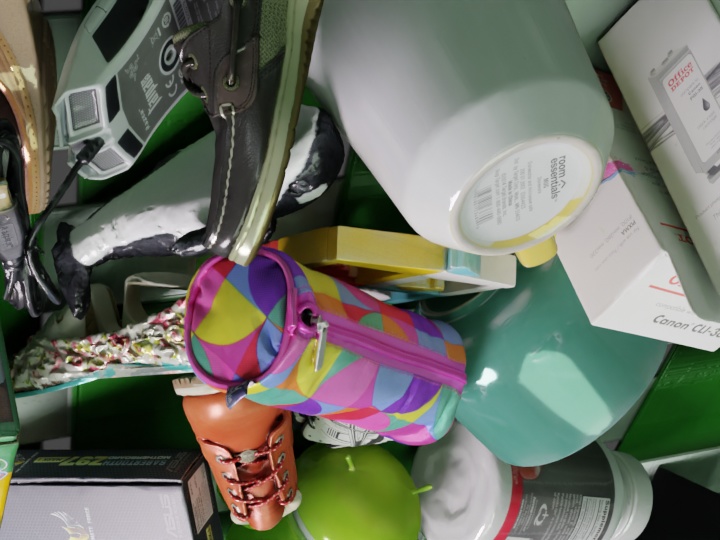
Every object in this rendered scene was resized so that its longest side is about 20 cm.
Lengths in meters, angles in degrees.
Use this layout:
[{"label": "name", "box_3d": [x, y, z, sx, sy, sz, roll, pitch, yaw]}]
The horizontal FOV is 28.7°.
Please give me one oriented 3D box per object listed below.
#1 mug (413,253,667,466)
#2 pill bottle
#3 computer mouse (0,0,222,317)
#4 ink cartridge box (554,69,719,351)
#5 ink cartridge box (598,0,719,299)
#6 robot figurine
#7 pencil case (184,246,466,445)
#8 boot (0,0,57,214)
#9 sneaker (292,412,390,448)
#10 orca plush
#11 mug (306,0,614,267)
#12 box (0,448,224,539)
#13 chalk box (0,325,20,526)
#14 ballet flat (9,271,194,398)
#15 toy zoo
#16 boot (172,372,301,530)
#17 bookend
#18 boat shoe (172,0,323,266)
[{"label": "mug", "box_3d": [0.095, 0.042, 0.920, 0.185, 0.152, 0.114, -38, 113, 17]}, {"label": "pill bottle", "box_3d": [0.148, 0.184, 1.169, 0.199, 0.111, 0.111, 12, 133, -37]}, {"label": "computer mouse", "box_3d": [-0.125, -0.084, 0.673, 0.044, 0.201, 0.110, 19, 149, 21]}, {"label": "ink cartridge box", "box_3d": [0.172, -0.024, 0.834, 0.116, 0.201, 0.068, 12, 133, -37]}, {"label": "ink cartridge box", "box_3d": [0.242, -0.070, 0.813, 0.146, 0.201, 0.083, 13, 136, -37]}, {"label": "robot figurine", "box_3d": [-0.031, 0.210, 1.106, 0.175, 0.116, 0.200, 22, 130, -27]}, {"label": "pencil case", "box_3d": [-0.014, 0.046, 0.793, 0.088, 0.089, 0.200, -36, 151, 20]}, {"label": "boot", "box_3d": [-0.234, -0.099, 0.671, 0.165, 0.073, 0.201, -2, 143, -5]}, {"label": "sneaker", "box_3d": [-0.014, 0.089, 0.977, 0.087, 0.076, 0.200, -19, 156, 7]}, {"label": "orca plush", "box_3d": [-0.081, -0.023, 0.782, 0.199, 0.106, 0.071, -33, 128, 19]}, {"label": "mug", "box_3d": [0.069, -0.088, 0.737, 0.186, 0.154, 0.150, 14, 128, -41]}, {"label": "box", "box_3d": [-0.170, 0.223, 0.981, 0.157, 0.051, 0.201, -2, 109, 17]}, {"label": "chalk box", "box_3d": [-0.274, 0.084, 0.821, 0.123, 0.125, 0.201, -2, 139, -24]}, {"label": "ballet flat", "box_3d": [-0.141, 0.035, 0.861, 0.199, 0.064, 0.076, -10, -174, 27]}, {"label": "toy zoo", "box_3d": [0.000, 0.000, 0.844, 0.131, 0.021, 0.200, 9, 169, -34]}, {"label": "boot", "box_3d": [-0.070, 0.113, 0.917, 0.075, 0.108, 0.200, -14, 165, -2]}, {"label": "bookend", "box_3d": [0.243, 0.269, 1.322, 0.199, 0.199, 0.092, 23, 145, 16]}, {"label": "boat shoe", "box_3d": [-0.057, -0.106, 0.672, 0.066, 0.072, 0.202, 11, 95, -9]}]
